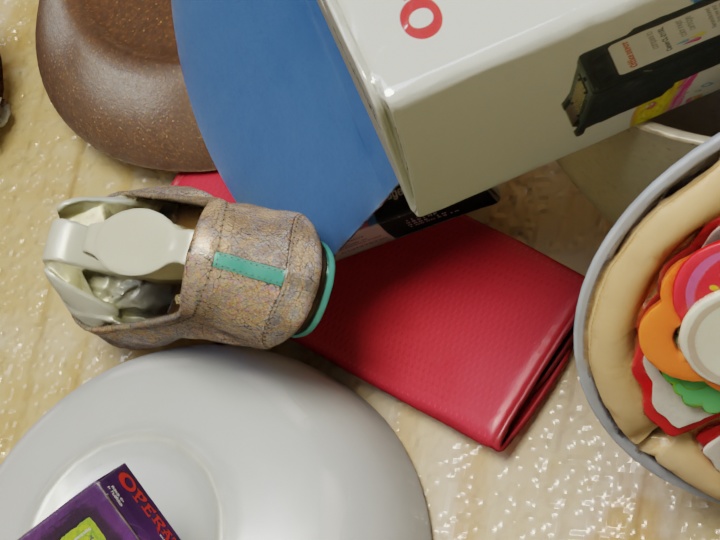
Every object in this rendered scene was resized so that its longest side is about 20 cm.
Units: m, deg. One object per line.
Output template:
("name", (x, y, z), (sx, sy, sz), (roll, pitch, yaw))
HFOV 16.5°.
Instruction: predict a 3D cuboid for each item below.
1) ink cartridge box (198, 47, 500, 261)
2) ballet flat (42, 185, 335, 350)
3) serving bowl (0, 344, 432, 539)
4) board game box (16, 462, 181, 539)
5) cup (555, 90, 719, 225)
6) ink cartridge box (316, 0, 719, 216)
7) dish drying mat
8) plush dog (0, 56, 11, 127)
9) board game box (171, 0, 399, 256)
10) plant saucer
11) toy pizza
("ink cartridge box", (-0.019, -0.106, 0.991), (0.094, 0.037, 0.201), (-20, 74, 11))
("ballet flat", (-0.081, -0.006, 0.952), (0.200, 0.067, 0.069), (-6, 73, 61))
("serving bowl", (-0.076, 0.114, 0.945), (0.199, 0.066, 0.201), (-12, 61, 22))
("board game box", (-0.123, 0.171, 0.894), (0.200, 0.032, 0.120), (-37, 85, 23))
("cup", (0.139, -0.076, 0.872), (0.199, 0.144, 0.201), (-2, 53, 3))
("ink cartridge box", (0.074, -0.128, 0.761), (0.199, 0.083, 0.146), (-23, 66, -2))
("dish drying mat", (0.000, 0.000, 0.994), (0.199, 0.018, 0.077), (27, 78, 34))
("plush dog", (-0.257, -0.046, 1.049), (0.160, 0.172, 0.201), (-3, 65, 25))
("board game box", (-0.003, -0.099, 0.908), (0.200, 0.039, 0.159), (-47, 60, 52))
("plant saucer", (-0.056, -0.136, 1.067), (0.199, 0.037, 0.201), (-11, 57, 17))
("toy pizza", (0.168, 0.020, 0.791), (0.199, 0.200, 0.032), (-20, 42, 16))
